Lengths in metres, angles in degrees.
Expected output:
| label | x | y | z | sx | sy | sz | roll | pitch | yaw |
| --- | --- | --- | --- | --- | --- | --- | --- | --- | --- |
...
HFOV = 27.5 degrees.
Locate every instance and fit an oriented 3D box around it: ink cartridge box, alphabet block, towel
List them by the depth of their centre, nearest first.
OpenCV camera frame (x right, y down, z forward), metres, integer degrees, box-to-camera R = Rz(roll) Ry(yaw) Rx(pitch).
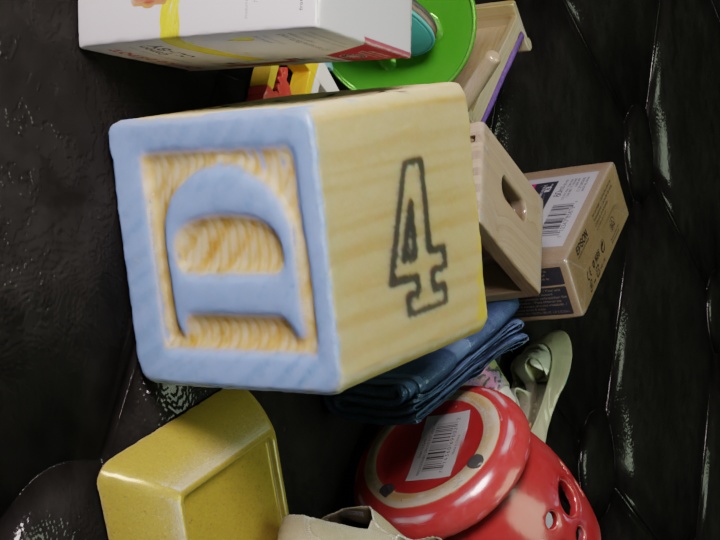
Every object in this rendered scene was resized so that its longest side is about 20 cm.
| label | x | y | z | sx | sy | sz | roll | pitch | yaw |
| --- | --- | --- | --- | --- | --- | --- | --- | --- | --- |
| ink cartridge box | -0.081 | -0.194 | 1.049 | 0.145 | 0.199 | 0.084 | 1 | 90 | -62 |
| alphabet block | -0.041 | -0.029 | 1.092 | 0.200 | 0.194 | 0.198 | -18 | 107 | -54 |
| towel | 0.062 | 0.083 | 1.360 | 0.200 | 0.111 | 0.049 | -35 | 115 | -44 |
| ink cartridge box | 0.179 | -0.029 | 1.565 | 0.200 | 0.164 | 0.075 | -57 | 134 | -49 |

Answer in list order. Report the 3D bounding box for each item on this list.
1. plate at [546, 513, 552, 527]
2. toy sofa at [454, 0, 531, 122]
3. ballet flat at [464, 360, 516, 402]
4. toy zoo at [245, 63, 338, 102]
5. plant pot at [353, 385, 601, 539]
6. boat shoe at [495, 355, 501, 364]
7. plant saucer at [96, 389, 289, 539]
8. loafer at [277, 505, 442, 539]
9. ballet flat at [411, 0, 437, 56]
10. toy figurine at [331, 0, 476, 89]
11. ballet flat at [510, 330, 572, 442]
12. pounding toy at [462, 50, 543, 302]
| label | x | y | z | sx | sy | sz | roll | pitch | yaw |
| --- | --- | --- | --- | --- | --- | --- | --- | --- | --- |
| plate | 0.148 | 0.305 | 1.606 | 0.200 | 0.032 | 0.201 | -61 | 139 | -37 |
| toy sofa | 0.116 | -0.187 | 1.547 | 0.098 | 0.082 | 0.201 | 64 | 35 | -35 |
| ballet flat | 0.126 | 0.153 | 1.481 | 0.069 | 0.071 | 0.201 | -37 | 153 | -22 |
| toy zoo | -0.059 | -0.117 | 1.273 | 0.131 | 0.020 | 0.201 | 46 | 48 | -51 |
| plant pot | 0.099 | 0.222 | 1.371 | 0.183 | 0.199 | 0.201 | 56 | 40 | -30 |
| boat shoe | 0.099 | 0.103 | 1.503 | 0.200 | 0.072 | 0.063 | -14 | 98 | -66 |
| plant saucer | -0.108 | 0.209 | 1.125 | 0.200 | 0.048 | 0.201 | -30 | 115 | -59 |
| loafer | 0.006 | 0.225 | 1.191 | 0.199 | 0.075 | 0.069 | 9 | 72 | -52 |
| ballet flat | -0.019 | -0.238 | 1.255 | 0.199 | 0.068 | 0.069 | 10 | 56 | -36 |
| toy figurine | 0.036 | -0.267 | 1.396 | 0.201 | 0.150 | 0.184 | 56 | 19 | -6 |
| ballet flat | 0.196 | 0.139 | 1.699 | 0.070 | 0.069 | 0.201 | 57 | 41 | -44 |
| pounding toy | 0.074 | -0.073 | 1.343 | 0.200 | 0.183 | 0.143 | 44 | 44 | -53 |
